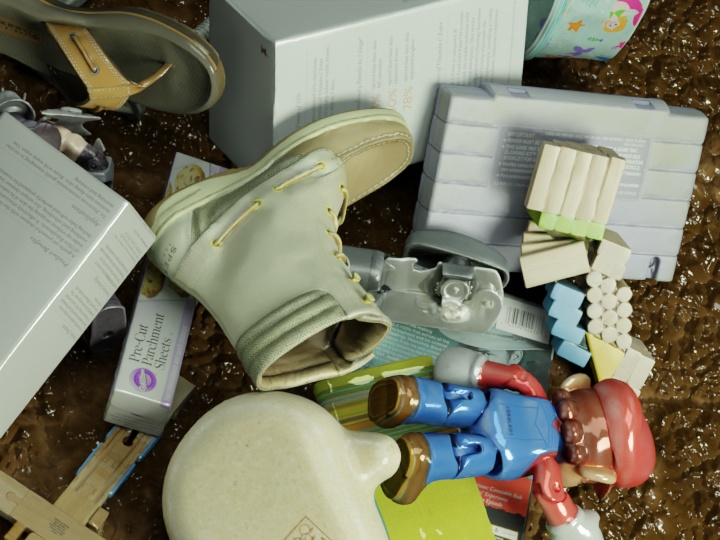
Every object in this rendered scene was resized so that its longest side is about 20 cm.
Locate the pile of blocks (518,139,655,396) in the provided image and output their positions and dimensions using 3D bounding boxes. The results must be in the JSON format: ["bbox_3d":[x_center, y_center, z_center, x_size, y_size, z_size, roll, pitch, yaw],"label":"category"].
[{"bbox_3d":[0.148,0.001,1.621,0.082,0.062,0.201,-11,106,-3],"label":"pile of blocks"}]

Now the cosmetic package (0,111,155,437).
[{"bbox_3d":[-0.231,0.019,1.442,0.107,0.085,0.200,36,83,15],"label":"cosmetic package"}]

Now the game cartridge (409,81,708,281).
[{"bbox_3d":[0.137,-0.061,1.640,0.199,0.038,0.130,4,105,-21],"label":"game cartridge"}]

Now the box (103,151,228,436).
[{"bbox_3d":[-0.125,0.013,1.545,0.041,0.039,0.201,17,52,-7],"label":"box"}]

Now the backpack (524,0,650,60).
[{"bbox_3d":[0.140,-0.254,1.708,0.150,0.178,0.201,-3,62,-19],"label":"backpack"}]

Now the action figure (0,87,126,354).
[{"bbox_3d":[-0.215,-0.036,1.541,0.129,0.069,0.201,-10,64,-16],"label":"action figure"}]

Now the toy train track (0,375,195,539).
[{"bbox_3d":[-0.168,0.140,1.486,0.114,0.033,0.200,32,52,8],"label":"toy train track"}]

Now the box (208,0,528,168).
[{"bbox_3d":[0.005,-0.143,1.618,0.199,0.125,0.097,-16,38,-26],"label":"box"}]

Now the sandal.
[{"bbox_3d":[-0.186,-0.141,1.567,0.199,0.082,0.055,19,52,7],"label":"sandal"}]

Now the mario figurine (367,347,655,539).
[{"bbox_3d":[0.099,0.119,1.537,0.199,0.106,0.124,5,96,-25],"label":"mario figurine"}]

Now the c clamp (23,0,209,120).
[{"bbox_3d":[-0.137,-0.173,1.658,0.171,0.027,0.200,45,60,9],"label":"c clamp"}]

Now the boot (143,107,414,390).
[{"bbox_3d":[-0.020,-0.014,1.508,0.199,0.072,0.155,-26,54,-23],"label":"boot"}]

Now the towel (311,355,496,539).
[{"bbox_3d":[0.037,0.154,1.532,0.086,0.018,0.201,-12,69,-20],"label":"towel"}]

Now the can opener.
[{"bbox_3d":[0.000,0.000,1.587,0.199,0.054,0.067,9,36,1],"label":"can opener"}]

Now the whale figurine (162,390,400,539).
[{"bbox_3d":[-0.028,0.166,1.465,0.200,0.104,0.159,41,92,13],"label":"whale figurine"}]

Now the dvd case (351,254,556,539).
[{"bbox_3d":[0.053,0.094,1.588,0.145,0.022,0.201,17,61,-10],"label":"dvd case"}]
